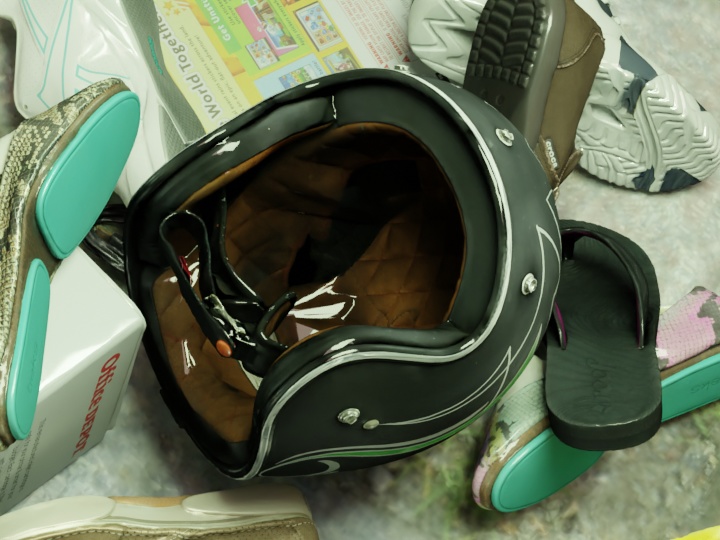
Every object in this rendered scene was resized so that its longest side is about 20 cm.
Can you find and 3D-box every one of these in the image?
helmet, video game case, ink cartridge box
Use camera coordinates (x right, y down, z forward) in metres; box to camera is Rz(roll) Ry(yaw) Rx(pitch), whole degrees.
[{"bbox_3d":[0.000,0.000,1.404,0.190,0.200,0.200,-22,72,-22],"label":"helmet"},{"bbox_3d":[-0.024,-0.110,1.594,0.182,0.023,0.200,-26,74,-25],"label":"video game case"},{"bbox_3d":[-0.209,0.079,1.381,0.200,0.146,0.084,-38,77,-28],"label":"ink cartridge box"}]

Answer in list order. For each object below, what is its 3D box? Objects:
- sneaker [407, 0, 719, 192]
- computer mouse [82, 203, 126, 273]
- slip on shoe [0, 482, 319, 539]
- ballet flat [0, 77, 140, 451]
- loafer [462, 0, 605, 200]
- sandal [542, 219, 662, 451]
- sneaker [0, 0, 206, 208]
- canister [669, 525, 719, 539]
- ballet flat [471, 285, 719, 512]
[{"bbox_3d":[0.121,-0.136,1.610,0.199,0.080,0.130,24,48,-14],"label":"sneaker"},{"bbox_3d":[-0.066,0.032,1.512,0.200,0.034,0.059,38,61,13],"label":"computer mouse"},{"bbox_3d":[-0.113,0.150,1.414,0.200,0.076,0.061,-4,59,-25],"label":"slip on shoe"},{"bbox_3d":[-0.163,-0.010,1.324,0.075,0.068,0.200,9,60,14],"label":"ballet flat"},{"bbox_3d":[0.084,-0.050,1.511,0.071,0.200,0.073,9,16,-39],"label":"loafer"},{"bbox_3d":[0.121,0.018,1.502,0.075,0.048,0.201,-8,32,-1],"label":"sandal"},{"bbox_3d":[-0.132,-0.082,1.526,0.080,0.070,0.201,-27,67,12],"label":"sneaker"},{"bbox_3d":[0.200,0.237,1.414,0.086,0.149,0.200,-18,67,16],"label":"canister"},{"bbox_3d":[0.122,0.062,1.529,0.200,0.069,0.071,-26,55,-29],"label":"ballet flat"}]
